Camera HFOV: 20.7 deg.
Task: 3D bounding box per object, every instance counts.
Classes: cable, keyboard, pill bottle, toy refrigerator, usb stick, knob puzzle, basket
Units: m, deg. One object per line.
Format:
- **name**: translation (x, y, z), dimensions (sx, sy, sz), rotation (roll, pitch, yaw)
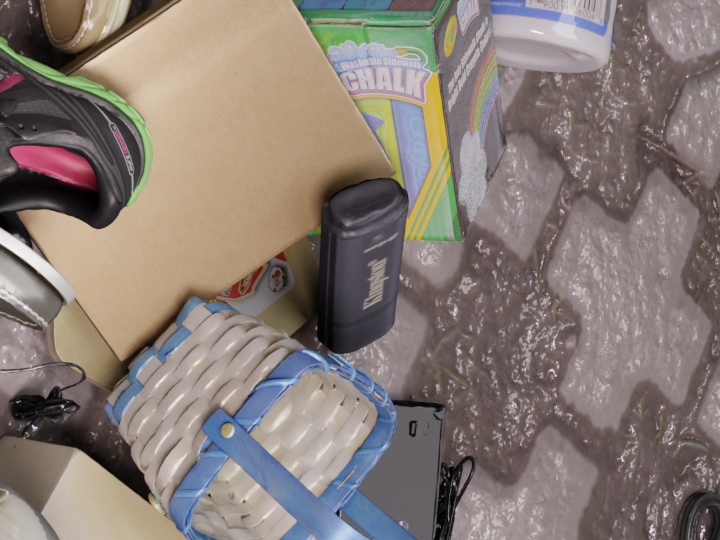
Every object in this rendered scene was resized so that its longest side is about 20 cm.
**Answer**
- **cable**: translation (0.258, 0.281, 1.612), dimensions (0.097, 0.050, 0.200), rotation (8, 75, -28)
- **keyboard**: translation (0.021, 0.190, 1.373), dimensions (0.104, 0.040, 0.200), rotation (6, 89, -21)
- **pill bottle**: translation (0.134, -0.249, 1.389), dimensions (0.114, 0.114, 0.200), rotation (15, 82, -44)
- **toy refrigerator**: translation (-0.138, 0.176, 1.176), dimensions (0.200, 0.076, 0.070), rotation (45, 63, -36)
- **usb stick**: translation (0.000, 0.000, 1.211), dimensions (0.055, 0.200, 0.033), rotation (-20, 68, -11)
- **knob puzzle**: translation (-0.122, -0.005, 1.211), dimensions (0.220, 0.030, 0.220), rotation (-3, 95, -43)
- **basket**: translation (-0.036, 0.118, 1.139), dimensions (0.139, 0.200, 0.176), rotation (-54, 148, -3)

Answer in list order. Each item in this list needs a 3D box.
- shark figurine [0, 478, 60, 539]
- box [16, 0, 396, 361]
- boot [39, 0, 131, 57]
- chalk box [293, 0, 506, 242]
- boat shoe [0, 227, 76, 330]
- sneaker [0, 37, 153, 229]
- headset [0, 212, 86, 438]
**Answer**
- **shark figurine**: translation (-0.203, 0.142, 1.052), dimensions (0.128, 0.214, 0.090), rotation (-58, 168, -13)
- **box**: translation (-0.101, -0.066, 1.134), dimensions (0.200, 0.021, 0.164), rotation (-35, 114, -5)
- **boot**: translation (-0.203, -0.219, 1.090), dimensions (0.155, 0.072, 0.200), rotation (-2, 89, -45)
- **chalk box**: translation (0.009, -0.133, 1.213), dimensions (0.124, 0.124, 0.200), rotation (-62, 148, -51)
- **boat shoe**: translation (-0.245, -0.016, 1.006), dimensions (0.202, 0.072, 0.060), rotation (28, 69, -7)
- **sneaker**: translation (-0.205, -0.079, 1.035), dimensions (0.200, 0.077, 0.084), rotation (18, 41, -12)
- **headset**: translation (-0.233, 0.015, 1.093), dimensions (0.200, 0.094, 0.124), rotation (45, 65, -19)
